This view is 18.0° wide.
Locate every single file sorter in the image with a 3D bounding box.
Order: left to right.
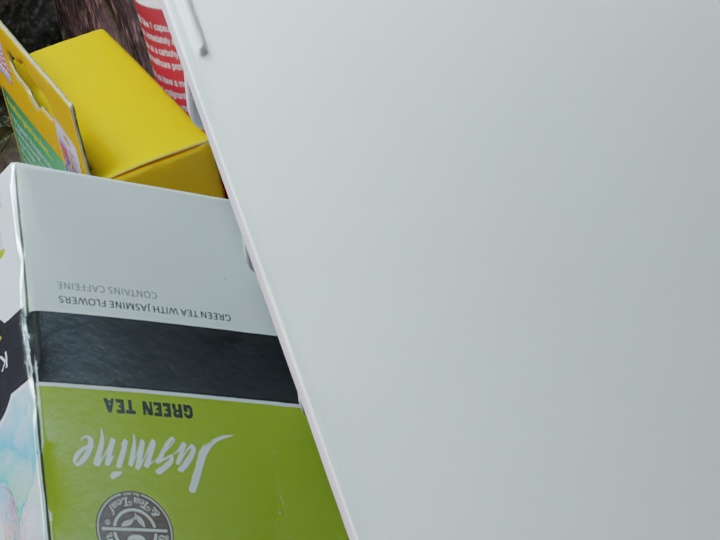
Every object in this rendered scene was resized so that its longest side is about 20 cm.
[{"bbox_3d":[0.044,0.008,0.595,0.125,0.139,0.200,96,155,-72],"label":"file sorter"}]

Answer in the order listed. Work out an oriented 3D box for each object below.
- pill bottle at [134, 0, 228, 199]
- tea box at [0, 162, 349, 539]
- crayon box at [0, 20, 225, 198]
[{"bbox_3d":[-0.027,-0.087,0.900,0.112,0.112,0.200,-129,23,-66],"label":"pill bottle"},{"bbox_3d":[-0.036,0.094,0.685,0.134,0.200,0.197,-39,52,46],"label":"tea box"},{"bbox_3d":[-0.089,-0.008,0.901,0.126,0.052,0.200,46,153,54],"label":"crayon box"}]
